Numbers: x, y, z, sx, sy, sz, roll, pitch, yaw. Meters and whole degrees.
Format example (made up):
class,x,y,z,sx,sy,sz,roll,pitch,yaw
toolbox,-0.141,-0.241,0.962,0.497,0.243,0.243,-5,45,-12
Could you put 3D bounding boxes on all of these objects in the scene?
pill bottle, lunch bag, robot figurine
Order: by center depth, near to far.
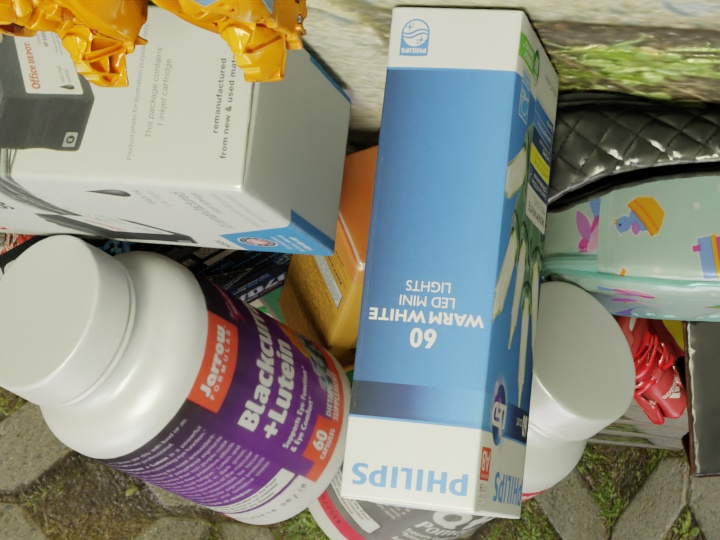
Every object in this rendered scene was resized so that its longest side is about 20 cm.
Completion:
class,x,y,z,sx,sy,sz,roll,pitch,yaw
robot figurine,-0.103,-0.112,0.535,0.144,0.059,0.200,1,171,27
pill bottle,-0.102,0.057,0.885,0.111,0.112,0.200,-1,158,38
lunch bag,0.208,-0.012,0.921,0.198,0.078,0.160,4,171,21
pill bottle,0.059,0.085,0.933,0.110,0.112,0.200,11,147,-33

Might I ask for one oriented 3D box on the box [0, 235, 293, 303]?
class,x,y,z,sx,sy,sz,roll,pitch,yaw
box,-0.107,-0.008,0.972,0.199,0.046,0.159,-28,163,12

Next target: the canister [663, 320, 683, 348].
class,x,y,z,sx,sy,sz,roll,pitch,yaw
canister,0.160,0.049,1.345,0.148,0.087,0.199,12,168,-39

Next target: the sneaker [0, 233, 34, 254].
class,x,y,z,sx,sy,sz,roll,pitch,yaw
sneaker,-0.187,-0.019,1.026,0.067,0.109,0.201,21,168,-16

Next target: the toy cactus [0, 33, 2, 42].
class,x,y,z,sx,sy,sz,roll,pitch,yaw
toy cactus,-0.226,-0.074,0.672,0.164,0.201,0.102,-33,164,-17

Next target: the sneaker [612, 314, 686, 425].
class,x,y,z,sx,sy,sz,roll,pitch,yaw
sneaker,0.194,0.056,1.121,0.116,0.078,0.200,47,-164,-5

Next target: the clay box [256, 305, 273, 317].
class,x,y,z,sx,sy,sz,roll,pitch,yaw
clay box,0.022,0.052,1.179,0.114,0.048,0.199,14,168,-38

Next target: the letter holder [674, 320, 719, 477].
class,x,y,z,sx,sy,sz,roll,pitch,yaw
letter holder,0.302,0.058,1.057,0.198,0.102,0.142,-4,-170,6

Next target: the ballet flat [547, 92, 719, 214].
class,x,y,z,sx,sy,sz,roll,pitch,yaw
ballet flat,0.176,-0.048,0.771,0.198,0.057,0.066,4,172,14

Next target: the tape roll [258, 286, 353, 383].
class,x,y,z,sx,sy,sz,roll,pitch,yaw
tape roll,-0.072,0.046,1.143,0.048,0.202,0.200,-35,-162,-35

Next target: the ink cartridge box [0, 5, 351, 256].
class,x,y,z,sx,sy,sz,roll,pitch,yaw
ink cartridge box,-0.120,-0.065,0.776,0.198,0.085,0.145,4,171,16

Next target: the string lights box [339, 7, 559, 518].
class,x,y,z,sx,sy,sz,roll,pitch,yaw
string lights box,0.041,0.001,0.704,0.058,0.202,0.103,3,172,16

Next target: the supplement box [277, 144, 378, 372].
class,x,y,z,sx,sy,sz,roll,pitch,yaw
supplement box,0.000,0.000,0.954,0.066,0.069,0.200,-20,160,-17

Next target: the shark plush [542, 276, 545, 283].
class,x,y,z,sx,sy,sz,roll,pitch,yaw
shark plush,0.080,0.018,0.979,0.091,0.083,0.201,51,174,48
